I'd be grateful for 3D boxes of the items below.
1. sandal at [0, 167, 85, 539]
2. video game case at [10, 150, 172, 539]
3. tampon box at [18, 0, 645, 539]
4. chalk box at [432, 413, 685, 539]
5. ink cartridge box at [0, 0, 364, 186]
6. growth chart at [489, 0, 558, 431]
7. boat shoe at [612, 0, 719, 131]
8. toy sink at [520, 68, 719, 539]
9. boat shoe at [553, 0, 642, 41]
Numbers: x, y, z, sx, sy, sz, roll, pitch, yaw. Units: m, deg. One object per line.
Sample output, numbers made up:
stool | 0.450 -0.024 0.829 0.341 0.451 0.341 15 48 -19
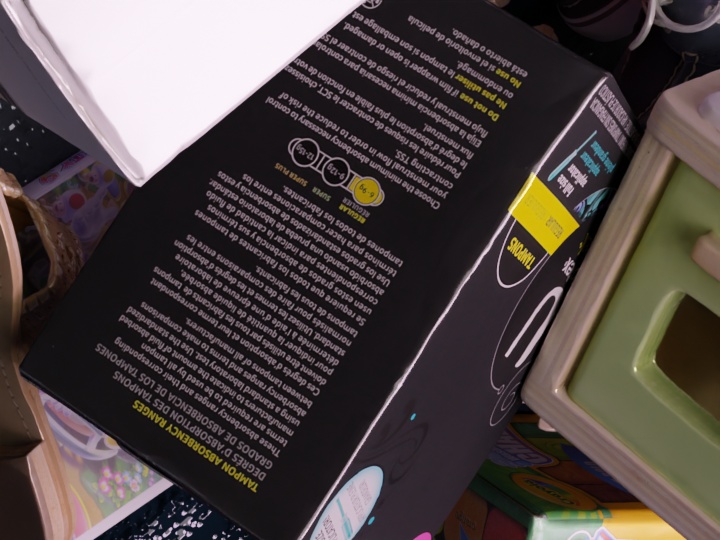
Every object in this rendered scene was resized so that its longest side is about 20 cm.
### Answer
sandal | -0.134 0.008 0.992 0.070 0.077 0.213 -47 138 -45
video game case | -0.075 0.009 1.064 0.200 0.018 0.144 -34 121 -16
tampon box | 0.000 0.000 0.983 0.201 0.126 0.150 -57 161 -1
chalk box | 0.074 0.135 1.135 0.199 0.125 0.125 3 107 -33
ink cartridge box | -0.081 -0.126 0.899 0.146 0.200 0.086 -40 123 -12
growth chart | 0.095 -0.007 1.089 0.200 0.018 0.145 35 79 -4
boat shoe | 0.135 -0.121 1.006 0.062 0.075 0.200 11 132 -26
toy sink | 0.164 -0.003 0.965 0.112 0.130 0.201 -22 145 -48
boat shoe | 0.119 -0.173 1.047 0.066 0.070 0.200 14 135 -26
